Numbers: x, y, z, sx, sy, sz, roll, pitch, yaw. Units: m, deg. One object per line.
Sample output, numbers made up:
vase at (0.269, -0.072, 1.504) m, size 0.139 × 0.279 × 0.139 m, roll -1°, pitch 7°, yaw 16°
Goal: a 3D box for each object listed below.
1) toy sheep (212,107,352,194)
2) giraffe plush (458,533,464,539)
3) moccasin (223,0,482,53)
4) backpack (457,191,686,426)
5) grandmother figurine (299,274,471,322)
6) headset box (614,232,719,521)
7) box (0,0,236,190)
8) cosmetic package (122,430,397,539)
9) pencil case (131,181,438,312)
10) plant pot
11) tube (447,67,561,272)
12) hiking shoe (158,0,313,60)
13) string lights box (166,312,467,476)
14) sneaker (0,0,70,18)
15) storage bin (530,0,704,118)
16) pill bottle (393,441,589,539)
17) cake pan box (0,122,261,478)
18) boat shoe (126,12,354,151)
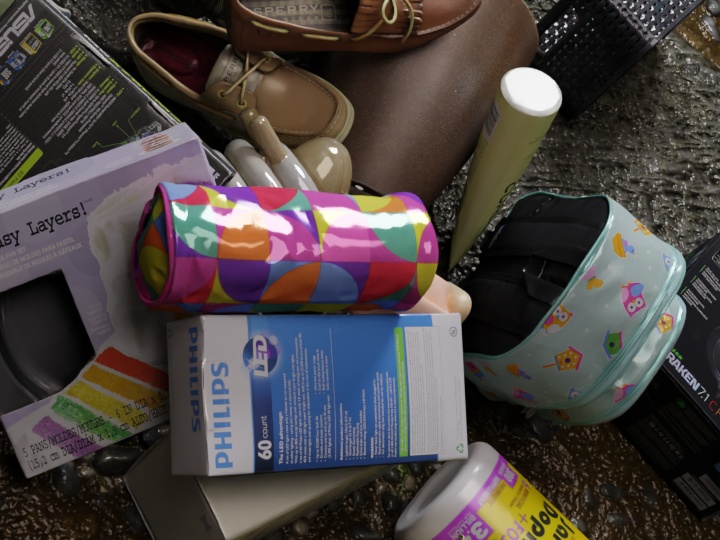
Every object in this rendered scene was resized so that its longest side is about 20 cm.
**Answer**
toy sheep at (-0.092, -0.035, 1.134) m, size 0.199 × 0.138 × 0.138 m, roll -32°, pitch 81°, yaw -3°
giraffe plush at (-0.030, 0.256, 1.013) m, size 0.161 × 0.173 × 0.201 m, roll 14°, pitch 67°, yaw 2°
moccasin at (-0.003, -0.208, 1.138) m, size 0.200 × 0.078 × 0.074 m, roll -1°, pitch 81°, yaw -12°
backpack at (0.163, 0.032, 1.181) m, size 0.153 × 0.200 × 0.176 m, roll 39°, pitch 78°, yaw -7°
grandmother figurine at (0.000, 0.000, 1.096) m, size 0.200 × 0.122 × 0.061 m, roll 29°, pitch 7°, yaw -43°
headset box at (0.318, 0.085, 1.334) m, size 0.174 × 0.093 × 0.200 m, roll 49°, pitch 51°, yaw 1°
box at (-0.222, -0.059, 1.054) m, size 0.193 × 0.048 × 0.200 m, roll 41°, pitch 92°, yaw -5°
cosmetic package at (-0.056, 0.133, 1.083) m, size 0.199 × 0.103 × 0.088 m, roll -22°, pitch 77°, yaw -38°
pencil case at (-0.047, -0.014, 0.976) m, size 0.199 × 0.088 × 0.089 m, roll 1°, pitch 64°, yaw -29°
plant pot at (0.028, -0.136, 1.246) m, size 0.186 × 0.187 × 0.201 m, roll 29°, pitch 66°, yaw -14°
tube at (0.112, -0.082, 1.241) m, size 0.058 × 0.200 × 0.052 m, roll -15°, pitch 60°, yaw -26°
hiking shoe at (-0.102, -0.236, 1.210) m, size 0.199 × 0.101 × 0.076 m, roll 22°, pitch 65°, yaw 27°
string lights box at (-0.026, 0.081, 1.009) m, size 0.199 × 0.059 × 0.103 m, roll 1°, pitch 84°, yaw -31°
sneaker at (-0.311, -0.223, 1.157) m, size 0.200 × 0.067 × 0.090 m, roll 37°, pitch 44°, yaw -8°
storage bin at (0.257, -0.252, 1.454) m, size 0.094 × 0.135 × 0.200 m, roll 47°, pitch 51°, yaw 1°
pill bottle at (0.127, 0.231, 1.135) m, size 0.200 × 0.104 × 0.104 m, roll 43°, pitch 51°, yaw -3°
cake pan box at (-0.174, 0.021, 1.009) m, size 0.199 × 0.052 × 0.185 m, roll -21°, pitch 110°, yaw -11°
boat shoe at (-0.101, -0.148, 1.180) m, size 0.199 × 0.066 × 0.074 m, roll 21°, pitch 80°, yaw 19°
